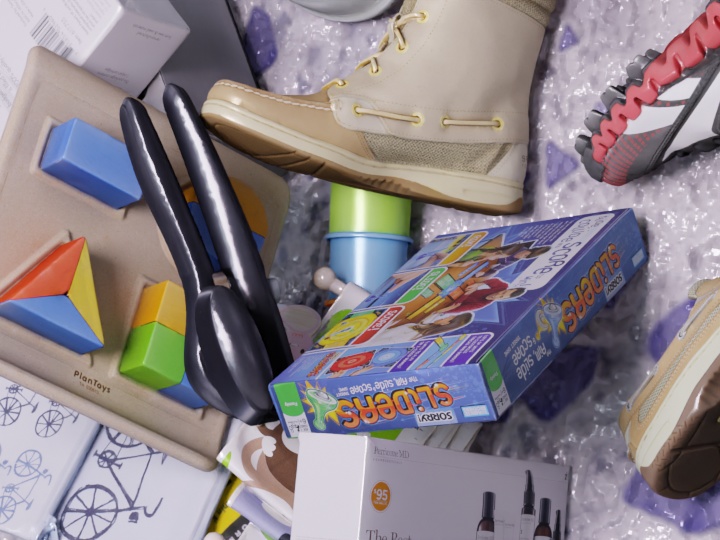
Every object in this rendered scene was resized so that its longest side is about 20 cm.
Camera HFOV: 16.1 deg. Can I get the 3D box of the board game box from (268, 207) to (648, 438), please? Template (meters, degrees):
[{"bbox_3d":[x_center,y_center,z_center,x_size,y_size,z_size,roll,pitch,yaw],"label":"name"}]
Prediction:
[{"bbox_3d":[0.057,0.027,1.389,0.135,0.200,0.035,-8,110,35],"label":"board game box"}]

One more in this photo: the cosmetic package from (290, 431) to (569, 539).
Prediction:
[{"bbox_3d":[0.041,0.137,1.373,0.050,0.200,0.083,-2,81,36],"label":"cosmetic package"}]

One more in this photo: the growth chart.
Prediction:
[{"bbox_3d":[-0.008,0.104,1.441,0.144,0.018,0.201,24,64,1],"label":"growth chart"}]

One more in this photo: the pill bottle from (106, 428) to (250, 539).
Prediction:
[{"bbox_3d":[-0.063,0.158,1.499,0.200,0.114,0.114,45,108,32],"label":"pill bottle"}]

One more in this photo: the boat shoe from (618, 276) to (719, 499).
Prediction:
[{"bbox_3d":[0.203,0.026,1.361,0.200,0.072,0.076,-51,42,16],"label":"boat shoe"}]

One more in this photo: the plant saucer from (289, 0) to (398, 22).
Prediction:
[{"bbox_3d":[-0.046,-0.237,1.529,0.200,0.050,0.201,32,138,35],"label":"plant saucer"}]

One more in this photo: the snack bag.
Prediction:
[{"bbox_3d":[-0.151,0.081,1.490,0.199,0.021,0.189,14,66,24],"label":"snack bag"}]

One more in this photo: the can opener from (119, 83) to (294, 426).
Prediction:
[{"bbox_3d":[-0.080,-0.009,1.401,0.079,0.063,0.201,-37,68,58],"label":"can opener"}]

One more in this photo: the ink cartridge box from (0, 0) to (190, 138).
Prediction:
[{"bbox_3d":[-0.209,-0.115,1.532,0.200,0.068,0.116,-48,59,19],"label":"ink cartridge box"}]

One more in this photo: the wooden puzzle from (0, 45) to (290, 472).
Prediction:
[{"bbox_3d":[-0.127,-0.010,1.428,0.046,0.185,0.201,-24,46,50],"label":"wooden puzzle"}]

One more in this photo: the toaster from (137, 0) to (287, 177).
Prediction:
[{"bbox_3d":[-0.161,-0.109,1.613,0.181,0.118,0.201,-32,65,27],"label":"toaster"}]

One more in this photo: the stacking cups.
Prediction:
[{"bbox_3d":[0.000,0.000,1.516,0.060,0.060,0.201,2,85,36],"label":"stacking cups"}]

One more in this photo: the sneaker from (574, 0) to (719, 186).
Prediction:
[{"bbox_3d":[0.197,-0.096,1.375,0.098,0.071,0.200,45,130,1],"label":"sneaker"}]

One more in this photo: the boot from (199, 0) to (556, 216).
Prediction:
[{"bbox_3d":[0.015,-0.125,1.453,0.073,0.199,0.156,-176,99,-72],"label":"boot"}]
